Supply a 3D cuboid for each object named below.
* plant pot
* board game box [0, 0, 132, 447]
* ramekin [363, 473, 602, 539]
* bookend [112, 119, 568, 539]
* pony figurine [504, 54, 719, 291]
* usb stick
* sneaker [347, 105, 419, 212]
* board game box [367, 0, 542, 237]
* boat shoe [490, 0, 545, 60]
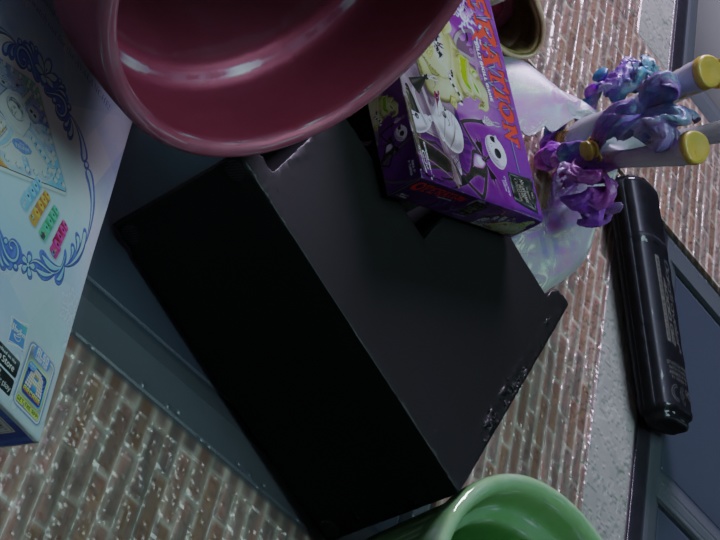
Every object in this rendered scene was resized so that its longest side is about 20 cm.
[{"bbox_3d":[-0.068,-0.181,0.699,0.199,0.201,0.179,6,36,-51],"label":"plant pot"},{"bbox_3d":[-0.174,-0.064,0.644,0.200,0.043,0.200,57,34,-44],"label":"board game box"},{"bbox_3d":[0.060,0.213,0.798,0.199,0.097,0.202,30,48,-41],"label":"ramekin"},{"bbox_3d":[0.000,0.000,0.846,0.201,0.092,0.199,57,34,-12],"label":"bookend"},{"bbox_3d":[0.160,-0.082,1.051,0.192,0.199,0.168,-19,93,-39],"label":"pony figurine"},{"bbox_3d":[0.215,0.022,1.171,0.055,0.032,0.202,31,48,-50],"label":"usb stick"},{"bbox_3d":[0.001,-0.082,0.896,0.199,0.087,0.076,25,52,-44],"label":"sneaker"},{"bbox_3d":[0.040,-0.125,0.874,0.120,0.032,0.202,18,55,-54],"label":"board game box"},{"bbox_3d":[0.078,-0.200,1.023,0.069,0.074,0.200,39,1,29],"label":"boat shoe"}]
